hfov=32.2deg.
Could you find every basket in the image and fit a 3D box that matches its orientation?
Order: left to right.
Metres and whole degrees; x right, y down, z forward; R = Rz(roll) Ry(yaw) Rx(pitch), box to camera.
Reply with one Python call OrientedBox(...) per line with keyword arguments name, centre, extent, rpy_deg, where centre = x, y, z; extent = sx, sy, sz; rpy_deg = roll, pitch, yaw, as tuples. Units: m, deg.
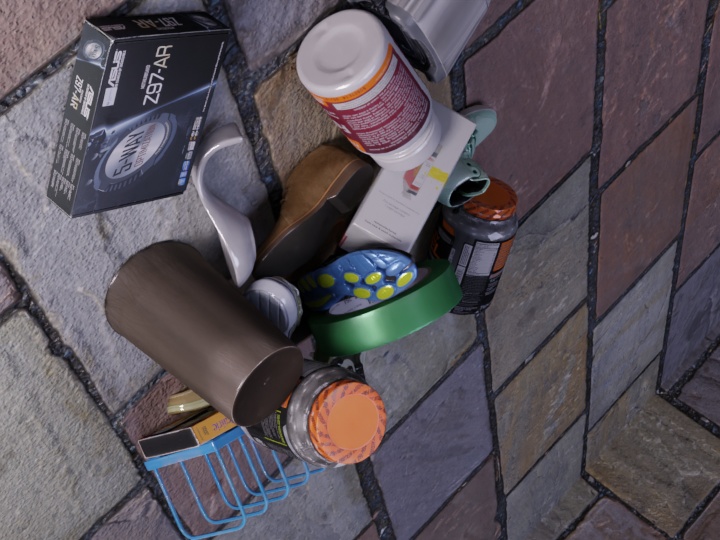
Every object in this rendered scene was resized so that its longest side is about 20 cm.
OrientedBox(name="basket", centre=(-0.173, 0.079, 1.453), extent=(0.136, 0.200, 0.180), rpy_deg=(-53, 153, 0))

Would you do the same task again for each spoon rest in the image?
OrientedBox(name="spoon rest", centre=(-0.159, -0.071, 1.442), extent=(0.060, 0.099, 0.201), rpy_deg=(-11, 125, -13))

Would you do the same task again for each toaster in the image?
OrientedBox(name="toaster", centre=(0.070, -0.323, 1.466), extent=(0.129, 0.113, 0.200), rpy_deg=(-55, 151, -5))

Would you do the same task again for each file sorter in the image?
OrientedBox(name="file sorter", centre=(-0.158, 0.261, 1.686), extent=(0.138, 0.123, 0.200), rpy_deg=(-20, -176, 38))

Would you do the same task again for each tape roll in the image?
OrientedBox(name="tape roll", centre=(0.032, 0.047, 1.612), extent=(0.200, 0.200, 0.048), rpy_deg=(-30, 103, -37))

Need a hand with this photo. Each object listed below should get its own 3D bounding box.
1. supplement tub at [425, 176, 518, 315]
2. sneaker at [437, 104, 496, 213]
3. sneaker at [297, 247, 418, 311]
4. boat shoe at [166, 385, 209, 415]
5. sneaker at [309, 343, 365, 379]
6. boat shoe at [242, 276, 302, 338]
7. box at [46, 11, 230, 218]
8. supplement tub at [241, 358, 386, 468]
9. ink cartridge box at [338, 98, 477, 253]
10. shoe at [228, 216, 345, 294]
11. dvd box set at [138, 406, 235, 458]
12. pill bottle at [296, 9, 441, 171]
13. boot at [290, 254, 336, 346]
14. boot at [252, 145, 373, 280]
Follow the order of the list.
OrientedBox(name="supplement tub", centre=(0.171, -0.040, 1.936), extent=(0.122, 0.122, 0.201), rpy_deg=(-25, 141, -43))
OrientedBox(name="sneaker", centre=(0.155, -0.156, 1.781), extent=(0.200, 0.118, 0.074), rpy_deg=(-38, 147, -30))
OrientedBox(name="sneaker", centre=(0.000, 0.000, 1.584), extent=(0.199, 0.071, 0.083), rpy_deg=(-15, -162, 50))
OrientedBox(name="boat shoe", centre=(-0.180, 0.134, 1.667), extent=(0.200, 0.063, 0.073), rpy_deg=(-25, -176, -36))
OrientedBox(name="sneaker", centre=(-0.039, 0.133, 1.732), extent=(0.077, 0.089, 0.201), rpy_deg=(26, 68, -27))
OrientedBox(name="boat shoe", centre=(-0.105, 0.044, 1.549), extent=(0.062, 0.072, 0.200), rpy_deg=(-56, 175, -21))
OrientedBox(name="box", centre=(-0.225, -0.160, 1.265), extent=(0.160, 0.043, 0.200), rpy_deg=(-17, 136, -49))
OrientedBox(name="supplement tub", centre=(-0.061, 0.171, 1.525), extent=(0.122, 0.200, 0.123), rpy_deg=(-2, 95, -31))
OrientedBox(name="ink cartridge box", centre=(0.060, -0.109, 1.631), extent=(0.200, 0.083, 0.145), rpy_deg=(-61, -178, -13))
OrientedBox(name="shoe", centre=(-0.099, -0.014, 1.621), extent=(0.200, 0.053, 0.070), rpy_deg=(-42, 159, -24))
OrientedBox(name="dvd box set", centre=(-0.179, 0.188, 1.660), extent=(0.200, 0.029, 0.146), rpy_deg=(-26, -176, -39))
OrientedBox(name="pill bottle", centre=(0.016, -0.207, 1.481), extent=(0.114, 0.114, 0.200), rpy_deg=(-51, 143, -5))
OrientedBox(name="boot", centre=(-0.084, 0.066, 1.705), extent=(0.200, 0.074, 0.076), rpy_deg=(-47, 165, -38))
OrientedBox(name="boot", centre=(-0.075, -0.072, 1.562), extent=(0.200, 0.075, 0.074), rpy_deg=(-48, 153, -8))
